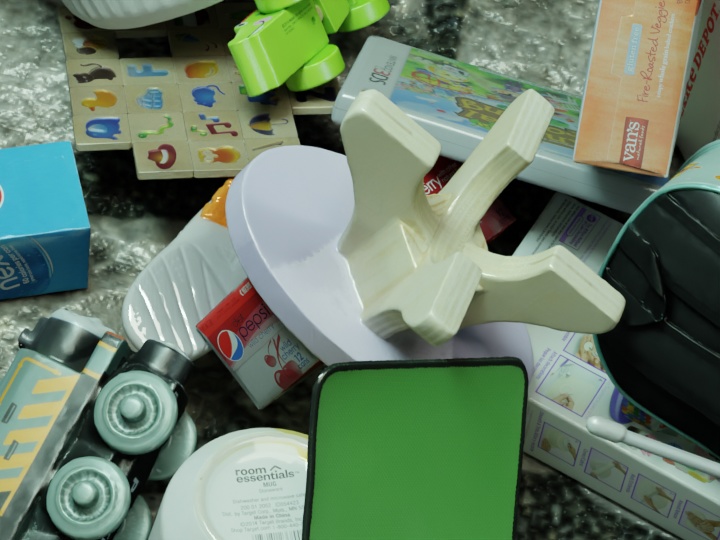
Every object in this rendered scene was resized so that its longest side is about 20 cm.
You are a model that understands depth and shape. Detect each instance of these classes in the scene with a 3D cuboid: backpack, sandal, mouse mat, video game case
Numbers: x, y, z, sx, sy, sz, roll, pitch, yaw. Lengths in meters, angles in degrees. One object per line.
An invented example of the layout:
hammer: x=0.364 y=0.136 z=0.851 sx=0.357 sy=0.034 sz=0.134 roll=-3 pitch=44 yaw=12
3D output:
backpack: x=0.234 y=0.022 z=1.583 sx=0.200 sy=0.176 sz=0.153 roll=27 pitch=39 yaw=10
sandal: x=-0.082 y=0.000 z=1.691 sx=0.079 sy=0.059 sz=0.207 roll=49 pitch=45 yaw=3
mouse mat: x=0.026 y=0.144 z=1.486 sx=0.008 sy=0.201 sz=0.161 roll=11 pitch=7 yaw=44
video game case: x=0.089 y=-0.089 z=1.737 sx=0.199 sy=0.022 sz=0.182 roll=17 pitch=17 yaw=1

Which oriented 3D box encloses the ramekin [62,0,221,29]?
ramekin: x=-0.117 y=-0.228 z=1.792 sx=0.202 sy=0.094 sz=0.203 roll=-19 pitch=25 yaw=9

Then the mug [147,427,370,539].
mug: x=-0.041 y=0.150 z=1.537 sx=0.149 sy=0.153 sz=0.187 roll=32 pitch=56 yaw=16

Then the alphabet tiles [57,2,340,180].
alphabet tiles: x=-0.095 y=-0.112 z=1.769 sx=0.166 sy=0.008 sz=0.200 roll=-2 pitch=35 yaw=-9

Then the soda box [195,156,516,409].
soda box: x=0.000 y=0.000 z=1.661 sx=0.063 sy=0.070 sz=0.200 roll=52 pitch=45 yaw=3

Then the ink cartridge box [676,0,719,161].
ink cartridge box: x=0.269 y=-0.074 z=1.741 sx=0.084 sy=0.145 sz=0.200 roll=-13 pitch=57 yaw=-19

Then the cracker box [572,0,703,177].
cracker box: x=0.163 y=-0.134 z=1.644 sx=0.057 sy=0.134 sz=0.200 roll=11 pitch=11 yaw=6

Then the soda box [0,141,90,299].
soda box: x=-0.261 y=-0.020 z=1.688 sx=0.199 sy=0.064 sz=0.068 roll=-8 pitch=56 yaw=-12

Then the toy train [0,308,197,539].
toy train: x=-0.170 y=0.117 z=1.566 sx=0.114 sy=0.085 sz=0.200 roll=25 pitch=78 yaw=14

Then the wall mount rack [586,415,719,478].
wall mount rack: x=0.181 y=0.168 z=1.528 sx=0.173 sy=0.201 sz=0.074 roll=31 pitch=18 yaw=25

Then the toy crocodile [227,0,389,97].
toy crocodile: x=-0.035 y=-0.162 z=1.786 sx=0.062 sy=0.068 sz=0.200 roll=-12 pitch=24 yaw=30

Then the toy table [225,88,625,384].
toy table: x=0.037 y=-0.011 z=1.566 sx=0.200 sy=0.117 sz=0.184 roll=29 pitch=50 yaw=-21

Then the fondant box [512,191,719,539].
fondant box: x=0.164 y=0.060 z=1.686 sx=0.200 sy=0.058 sz=0.144 roll=28 pitch=56 yaw=14
